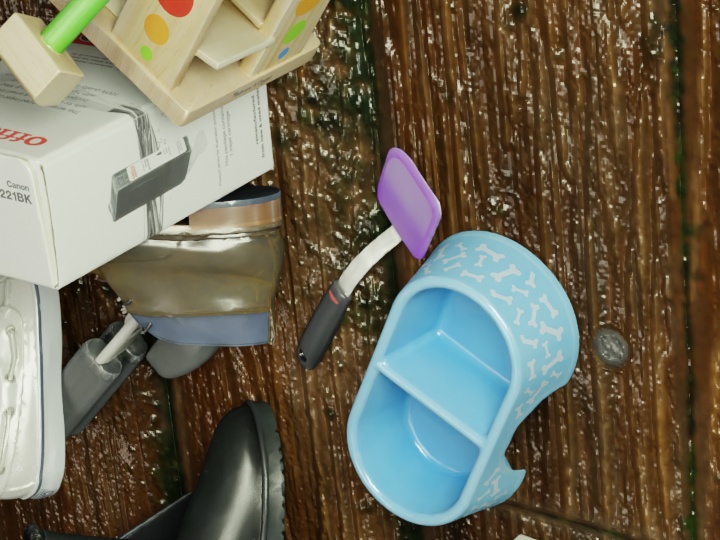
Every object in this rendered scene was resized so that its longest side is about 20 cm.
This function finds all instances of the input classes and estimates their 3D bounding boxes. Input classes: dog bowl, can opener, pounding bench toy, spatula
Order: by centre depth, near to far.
[{"bbox_3d":[-0.097,-0.178,1.317,0.124,0.200,0.156,45,134,12],"label":"pounding bench toy"},{"bbox_3d":[0.054,0.071,1.428,0.111,0.050,0.200,37,131,19],"label":"dog bowl"},{"bbox_3d":[0.000,0.000,1.451,0.057,0.021,0.200,58,139,22],"label":"spatula"},{"bbox_3d":[-0.161,0.067,1.601,0.066,0.053,0.200,53,134,4],"label":"can opener"}]

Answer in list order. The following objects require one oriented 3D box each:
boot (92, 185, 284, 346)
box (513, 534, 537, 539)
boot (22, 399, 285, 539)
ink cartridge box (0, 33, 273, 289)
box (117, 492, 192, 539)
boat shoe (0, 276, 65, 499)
[{"bbox_3d":[-0.143,0.006,1.482,0.200,0.075,0.097,-5,102,6],"label":"boot"},{"bbox_3d":[0.156,0.237,1.409,0.200,0.078,0.095,15,122,34],"label":"box"},{"bbox_3d":[-0.133,0.180,1.527,0.073,0.162,0.198,170,102,-76],"label":"boot"},{"bbox_3d":[-0.170,-0.073,1.432,0.144,0.200,0.084,13,120,35],"label":"ink cartridge box"},{"bbox_3d":[-0.147,0.289,1.661,0.200,0.117,0.197,-37,87,43],"label":"box"},{"bbox_3d":[-0.252,0.053,1.604,0.075,0.086,0.202,-8,84,55],"label":"boat shoe"}]
